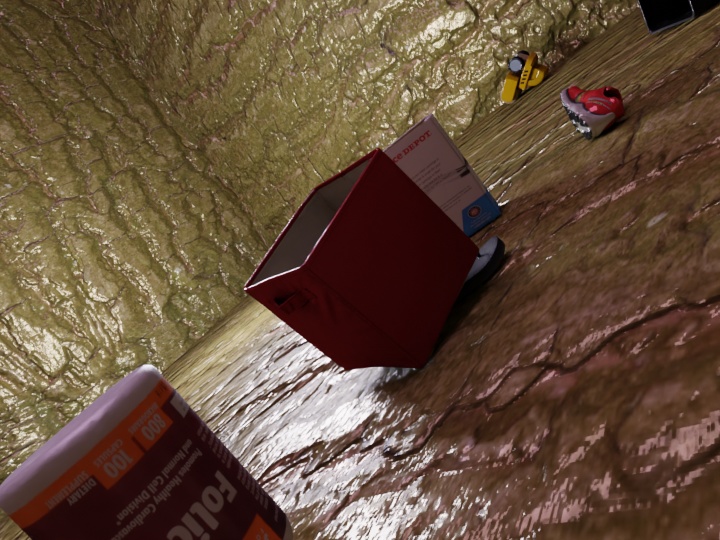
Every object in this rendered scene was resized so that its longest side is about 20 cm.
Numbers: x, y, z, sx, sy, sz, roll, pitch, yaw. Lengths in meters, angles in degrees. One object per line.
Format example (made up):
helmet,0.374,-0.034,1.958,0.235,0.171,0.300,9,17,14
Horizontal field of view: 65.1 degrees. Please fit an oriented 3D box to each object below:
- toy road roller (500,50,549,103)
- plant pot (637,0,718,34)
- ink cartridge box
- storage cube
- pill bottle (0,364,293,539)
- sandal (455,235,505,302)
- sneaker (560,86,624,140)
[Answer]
toy road roller,0.648,-0.751,2.213,0.123,0.145,0.201,-48,-24,-45
plant pot,0.723,-0.664,1.222,0.176,0.201,0.200,-24,11,7
ink cartridge box,0.120,-0.141,0.957,0.146,0.201,0.084,-35,10,20
storage cube,0.000,0.000,0.677,0.170,0.180,0.201,-18,37,56
pill bottle,-0.116,0.171,0.364,0.114,0.200,0.114,-37,9,7
sandal,0.105,0.019,0.731,0.200,0.043,0.076,-39,9,0
sneaker,0.404,-0.281,0.970,0.084,0.077,0.201,-29,22,21
